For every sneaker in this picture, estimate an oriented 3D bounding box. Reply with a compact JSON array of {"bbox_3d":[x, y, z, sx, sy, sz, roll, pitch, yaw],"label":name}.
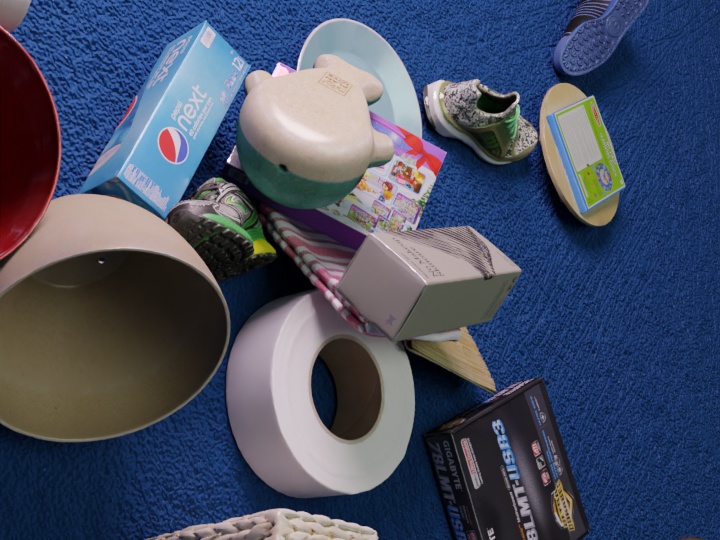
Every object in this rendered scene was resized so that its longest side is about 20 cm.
[{"bbox_3d":[0.168,-0.185,1.466,0.199,0.088,0.078,13,70,-45],"label":"sneaker"},{"bbox_3d":[-0.137,-0.040,1.078,0.200,0.077,0.086,23,44,-82],"label":"sneaker"},{"bbox_3d":[0.329,-0.345,1.708,0.200,0.078,0.070,-44,116,-21],"label":"sneaker"}]

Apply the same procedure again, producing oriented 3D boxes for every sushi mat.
[{"bbox_3d":[0.085,0.073,1.308,0.200,0.012,0.096,31,29,-53],"label":"sushi mat"}]

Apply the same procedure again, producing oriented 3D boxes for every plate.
[{"bbox_3d":[-0.005,-0.177,1.326,0.199,0.025,0.202,16,67,-43],"label":"plate"}]

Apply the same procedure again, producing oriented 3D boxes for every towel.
[{"bbox_3d":[0.000,0.000,1.191,0.146,0.030,0.200,5,33,-48],"label":"towel"}]

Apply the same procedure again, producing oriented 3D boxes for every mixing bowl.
[{"bbox_3d":[-0.329,-0.088,0.872,0.198,0.108,0.202,3,84,-30],"label":"mixing bowl"}]

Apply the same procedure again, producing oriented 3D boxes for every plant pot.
[{"bbox_3d":[-0.216,0.018,0.949,0.199,0.200,0.135,26,25,-40],"label":"plant pot"}]

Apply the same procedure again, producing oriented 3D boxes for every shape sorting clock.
[{"bbox_3d":[0.299,-0.157,1.637,0.199,0.039,0.202,17,65,-43],"label":"shape sorting clock"}]

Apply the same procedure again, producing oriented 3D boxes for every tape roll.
[{"bbox_3d":[-0.036,0.119,1.178,0.201,0.070,0.205,15,69,-43],"label":"tape roll"}]

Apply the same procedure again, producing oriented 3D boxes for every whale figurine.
[{"bbox_3d":[-0.044,-0.133,1.145,0.158,0.104,0.200,26,37,1],"label":"whale figurine"}]

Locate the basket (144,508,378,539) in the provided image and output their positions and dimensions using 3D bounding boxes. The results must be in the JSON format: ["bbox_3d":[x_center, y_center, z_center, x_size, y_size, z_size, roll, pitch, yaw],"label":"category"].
[{"bbox_3d":[-0.089,0.277,0.989,0.135,0.199,0.125,23,57,-42],"label":"basket"}]

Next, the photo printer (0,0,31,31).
[{"bbox_3d":[-0.359,-0.256,0.880,0.199,0.070,0.167,8,34,-45],"label":"photo printer"}]

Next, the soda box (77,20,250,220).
[{"bbox_3d":[-0.176,-0.130,1.095,0.064,0.068,0.201,43,51,-28],"label":"soda box"}]

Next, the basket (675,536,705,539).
[{"bbox_3d":[0.391,0.462,1.504,0.199,0.135,0.182,-26,106,-44],"label":"basket"}]

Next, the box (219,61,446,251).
[{"bbox_3d":[-0.025,-0.105,1.205,0.199,0.039,0.138,28,60,-6],"label":"box"}]

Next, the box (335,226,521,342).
[{"bbox_3d":[0.070,0.009,1.146,0.082,0.069,0.199,41,23,22],"label":"box"}]

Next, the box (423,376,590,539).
[{"bbox_3d":[0.173,0.249,1.386,0.198,0.049,0.202,-19,93,-49],"label":"box"}]
